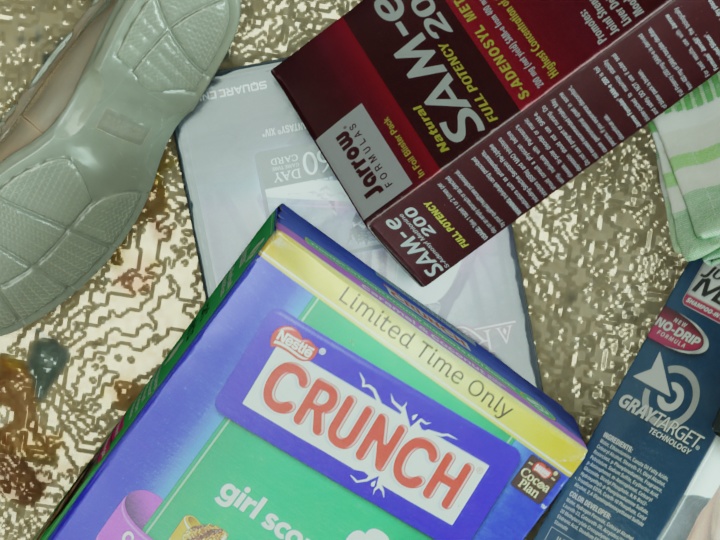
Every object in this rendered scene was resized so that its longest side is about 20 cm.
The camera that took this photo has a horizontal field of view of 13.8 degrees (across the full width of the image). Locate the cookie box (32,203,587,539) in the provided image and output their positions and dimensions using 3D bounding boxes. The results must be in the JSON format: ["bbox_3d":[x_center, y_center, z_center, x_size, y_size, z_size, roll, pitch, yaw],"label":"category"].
[{"bbox_3d":[-0.027,0.102,1.299,0.171,0.075,0.200,35,97,-9],"label":"cookie box"}]

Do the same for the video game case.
[{"bbox_3d":[0.000,0.000,1.345,0.142,0.019,0.201,-11,90,-1],"label":"video game case"}]

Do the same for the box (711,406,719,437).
[{"bbox_3d":[0.243,0.012,1.261,0.079,0.141,0.201,11,71,42],"label":"box"}]

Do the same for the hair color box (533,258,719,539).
[{"bbox_3d":[0.145,0.098,1.303,0.060,0.100,0.201,29,90,40],"label":"hair color box"}]

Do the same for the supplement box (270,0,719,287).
[{"bbox_3d":[0.072,-0.098,1.269,0.200,0.061,0.109,-37,51,6],"label":"supplement box"}]

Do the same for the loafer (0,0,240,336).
[{"bbox_3d":[-0.125,-0.061,1.326,0.072,0.063,0.200,30,102,-30],"label":"loafer"}]

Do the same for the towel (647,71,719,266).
[{"bbox_3d":[0.177,-0.111,1.267,0.152,0.023,0.201,-27,52,18],"label":"towel"}]
